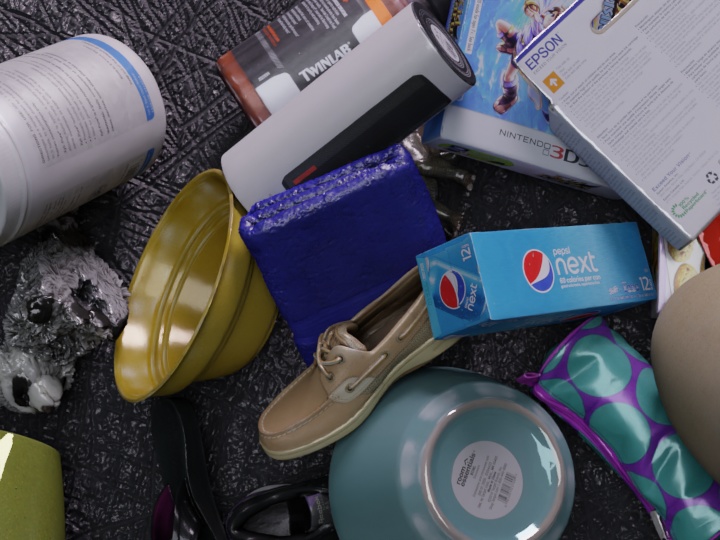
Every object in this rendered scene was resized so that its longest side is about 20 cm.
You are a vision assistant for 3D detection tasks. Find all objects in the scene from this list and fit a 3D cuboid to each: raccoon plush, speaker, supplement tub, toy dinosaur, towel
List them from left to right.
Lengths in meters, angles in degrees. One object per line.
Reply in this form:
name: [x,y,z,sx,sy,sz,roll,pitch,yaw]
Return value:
supplement tub: [-0.264,-0.107,1.090,0.132,0.200,0.132,14,118,27]
raccoon plush: [-0.272,0.032,1.163,0.134,0.097,0.200,-43,35,28]
supplement tub: [-0.014,-0.186,1.131,0.200,0.107,0.107,-34,80,2]
speaker: [-0.012,-0.116,1.046,0.200,0.081,0.081,-36,79,19]
towel: [0.000,0.000,1.072,0.147,0.200,0.050,-25,42,0]
toy dinosaur: [0.043,-0.076,1.125,0.102,0.077,0.201,17,88,2]

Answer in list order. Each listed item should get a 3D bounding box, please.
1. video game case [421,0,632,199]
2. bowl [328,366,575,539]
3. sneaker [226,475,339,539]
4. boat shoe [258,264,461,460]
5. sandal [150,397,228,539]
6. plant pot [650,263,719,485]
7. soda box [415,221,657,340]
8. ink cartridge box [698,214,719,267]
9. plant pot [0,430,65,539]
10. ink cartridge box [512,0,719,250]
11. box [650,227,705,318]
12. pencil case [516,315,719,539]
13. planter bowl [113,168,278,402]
video game case: [0.158,-0.177,1.103,0.181,0.045,0.201,14,84,-19]
bowl: [0.085,0.163,1.037,0.200,0.105,0.202,5,73,-17]
sneaker: [-0.010,0.196,1.089,0.199,0.088,0.076,-15,81,5]
boat shoe: [-0.007,0.067,1.050,0.200,0.065,0.071,-39,37,0]
sandal: [-0.151,0.205,1.111,0.048,0.075,0.201,-5,70,-36]
plant pot: [0.295,0.067,0.999,0.134,0.200,0.201,27,85,51]
soda box: [0.140,0.006,1.046,0.064,0.200,0.068,-23,77,46]
ink cartridge box: [0.383,0.009,1.069,0.173,0.044,0.201,-23,85,-7]
plant pot: [-0.315,0.235,1.091,0.186,0.187,0.201,9,69,8]
ink cartridge box: [0.250,-0.152,1.078,0.200,0.041,0.200,-43,85,-15]
box: [0.263,-0.059,1.113,0.041,0.039,0.201,3,83,4]
pencil case: [0.222,0.135,1.070,0.092,0.085,0.200,-36,78,-22]
planter bowl: [-0.121,0.025,1.106,0.083,0.200,0.201,23,85,-27]
